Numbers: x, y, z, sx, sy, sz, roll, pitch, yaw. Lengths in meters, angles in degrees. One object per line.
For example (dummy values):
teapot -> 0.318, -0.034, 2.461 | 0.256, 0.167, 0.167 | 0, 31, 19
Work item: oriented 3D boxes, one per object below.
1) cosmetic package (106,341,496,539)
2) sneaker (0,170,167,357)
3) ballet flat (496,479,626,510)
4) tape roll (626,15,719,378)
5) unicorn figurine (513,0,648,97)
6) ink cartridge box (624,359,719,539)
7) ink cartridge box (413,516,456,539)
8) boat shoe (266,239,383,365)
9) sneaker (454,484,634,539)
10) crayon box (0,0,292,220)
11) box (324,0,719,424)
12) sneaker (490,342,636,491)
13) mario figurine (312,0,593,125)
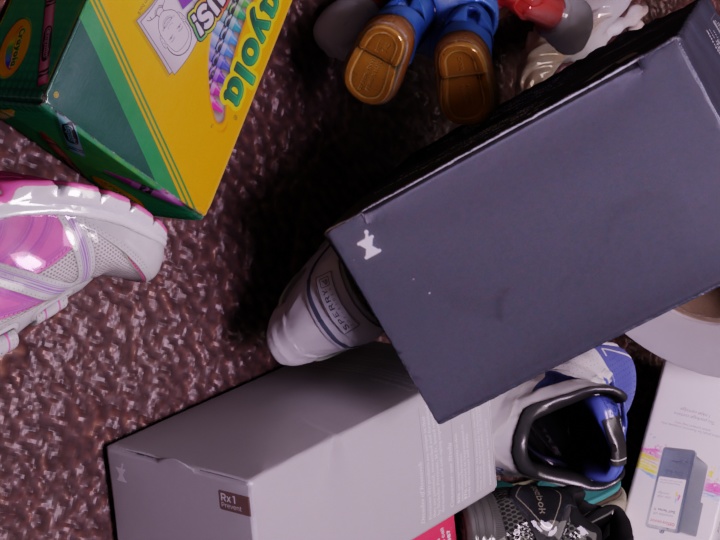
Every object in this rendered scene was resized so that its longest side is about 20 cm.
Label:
cosmetic package -> -0.027, 0.106, 0.970 | 0.200, 0.106, 0.091 | -25, 115, -44
sneaker -> -0.173, 0.000, 0.802 | 0.199, 0.081, 0.089 | 2, 96, -42
ballet flat -> 0.109, 0.169, 1.184 | 0.200, 0.069, 0.070 | 1, 95, -51
tape roll -> 0.246, -0.048, 1.200 | 0.139, 0.202, 0.203 | -47, 129, -34
unicorn figurine -> 0.152, -0.165, 1.141 | 0.137, 0.074, 0.201 | -27, 139, -57
ink cartridge box -> 0.229, 0.165, 1.292 | 0.117, 0.067, 0.201 | 46, 59, -69
ink cartridge box -> -0.032, 0.220, 0.999 | 0.200, 0.083, 0.146 | -24, 114, -46
boat shoe -> 0.000, 0.000, 1.019 | 0.074, 0.067, 0.200 | 61, 24, 0
sneaker -> 0.110, 0.206, 1.097 | 0.114, 0.076, 0.200 | -7, 125, -8
crayon box -> -0.095, -0.140, 0.882 | 0.119, 0.058, 0.201 | 37, 67, -47
box -> 0.112, -0.037, 0.944 | 0.118, 0.196, 0.200 | 60, 20, -5
sneaker -> 0.134, 0.100, 1.155 | 0.199, 0.115, 0.081 | -10, 104, -49
mario figurine -> 0.054, -0.135, 1.022 | 0.123, 0.106, 0.200 | 44, 33, -11
